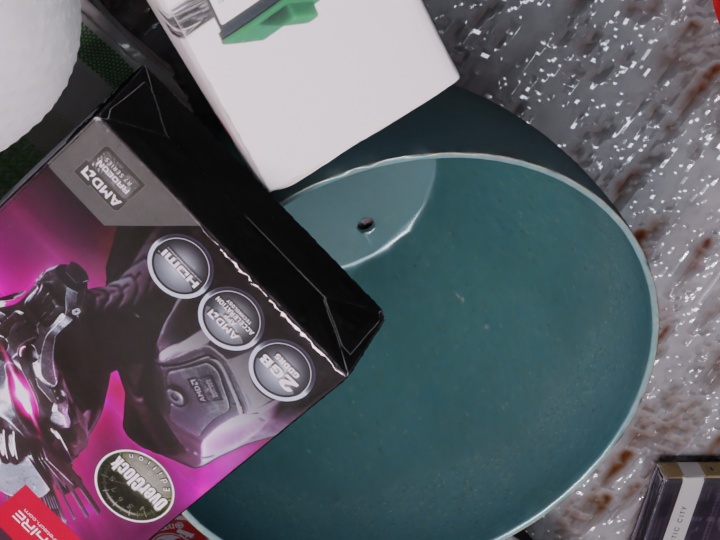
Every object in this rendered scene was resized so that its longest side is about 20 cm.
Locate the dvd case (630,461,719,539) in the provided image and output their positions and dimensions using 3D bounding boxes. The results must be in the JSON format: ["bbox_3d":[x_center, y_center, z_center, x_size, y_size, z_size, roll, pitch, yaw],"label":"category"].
[{"bbox_3d":[0.213,0.150,1.427,0.199,0.016,0.149,0,127,-19],"label":"dvd case"}]

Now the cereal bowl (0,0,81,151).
[{"bbox_3d":[-0.147,-0.135,0.977,0.083,0.200,0.201,-29,130,-6],"label":"cereal bowl"}]

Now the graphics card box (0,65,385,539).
[{"bbox_3d":[-0.102,0.036,1.061,0.126,0.051,0.200,47,120,-7],"label":"graphics card box"}]

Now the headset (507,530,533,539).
[{"bbox_3d":[0.029,0.193,1.381,0.123,0.094,0.201,-4,112,-10],"label":"headset"}]

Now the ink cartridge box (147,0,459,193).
[{"bbox_3d":[-0.057,-0.148,1.025,0.084,0.146,0.200,-30,131,-1],"label":"ink cartridge box"}]

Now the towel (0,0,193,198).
[{"bbox_3d":[-0.183,-0.053,1.140,0.200,0.031,0.149,-35,127,13],"label":"towel"}]

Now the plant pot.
[{"bbox_3d":[0.000,0.000,1.165,0.199,0.135,0.201,-9,129,-12],"label":"plant pot"}]

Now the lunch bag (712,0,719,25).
[{"bbox_3d":[0.223,-0.110,1.188,0.175,0.082,0.201,-6,128,-13],"label":"lunch bag"}]

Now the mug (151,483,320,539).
[{"bbox_3d":[-0.088,0.168,1.246,0.133,0.178,0.201,7,129,-10],"label":"mug"}]
